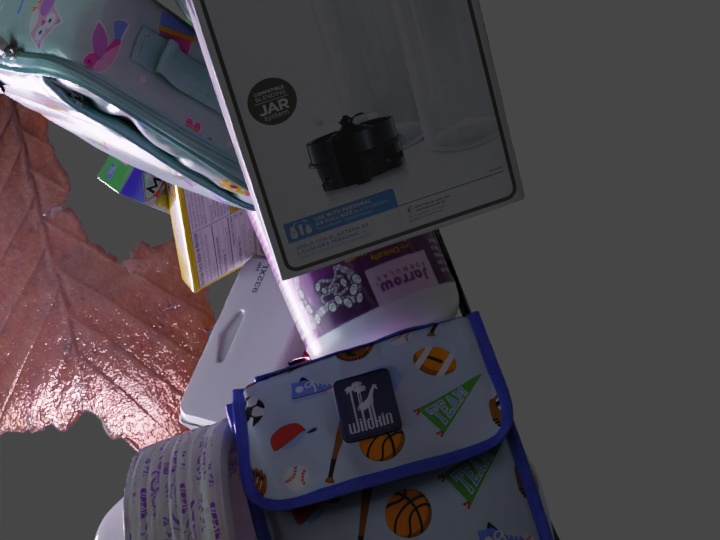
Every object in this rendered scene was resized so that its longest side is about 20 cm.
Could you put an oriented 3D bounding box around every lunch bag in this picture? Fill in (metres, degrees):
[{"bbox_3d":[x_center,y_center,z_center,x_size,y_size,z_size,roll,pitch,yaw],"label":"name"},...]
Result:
[{"bbox_3d":[-0.125,-0.104,0.730,0.199,0.078,0.160,28,175,-41],"label":"lunch bag"},{"bbox_3d":[0.023,0.141,0.733,0.124,0.168,0.202,67,-173,-78],"label":"lunch bag"}]

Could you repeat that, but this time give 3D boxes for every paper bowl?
[{"bbox_3d":[-0.094,0.201,0.761,0.201,0.103,0.203,-18,-90,-83],"label":"paper bowl"}]

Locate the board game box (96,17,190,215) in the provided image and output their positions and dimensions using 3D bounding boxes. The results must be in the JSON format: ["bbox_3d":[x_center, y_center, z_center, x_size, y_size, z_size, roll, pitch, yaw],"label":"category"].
[{"bbox_3d":[-0.099,-0.133,0.932,0.029,0.201,0.134,34,-174,29],"label":"board game box"}]

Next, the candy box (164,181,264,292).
[{"bbox_3d":[-0.098,-0.081,0.919,0.026,0.102,0.201,43,150,36],"label":"candy box"}]

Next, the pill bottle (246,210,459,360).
[{"bbox_3d":[0.000,0.000,0.840,0.112,0.111,0.202,92,154,-80],"label":"pill bottle"}]

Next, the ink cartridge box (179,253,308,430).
[{"bbox_3d":[-0.032,0.100,0.997,0.200,0.083,0.146,41,-115,-44],"label":"ink cartridge box"}]

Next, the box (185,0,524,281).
[{"bbox_3d":[-0.014,-0.111,0.514,0.060,0.115,0.202,-117,11,-70],"label":"box"}]

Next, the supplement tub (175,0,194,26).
[{"bbox_3d":[-0.045,-0.174,0.652,0.200,0.121,0.124,-120,13,-74],"label":"supplement tub"}]

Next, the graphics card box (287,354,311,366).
[{"bbox_3d":[0.036,0.144,0.909,0.051,0.124,0.202,-22,84,59],"label":"graphics card box"}]
